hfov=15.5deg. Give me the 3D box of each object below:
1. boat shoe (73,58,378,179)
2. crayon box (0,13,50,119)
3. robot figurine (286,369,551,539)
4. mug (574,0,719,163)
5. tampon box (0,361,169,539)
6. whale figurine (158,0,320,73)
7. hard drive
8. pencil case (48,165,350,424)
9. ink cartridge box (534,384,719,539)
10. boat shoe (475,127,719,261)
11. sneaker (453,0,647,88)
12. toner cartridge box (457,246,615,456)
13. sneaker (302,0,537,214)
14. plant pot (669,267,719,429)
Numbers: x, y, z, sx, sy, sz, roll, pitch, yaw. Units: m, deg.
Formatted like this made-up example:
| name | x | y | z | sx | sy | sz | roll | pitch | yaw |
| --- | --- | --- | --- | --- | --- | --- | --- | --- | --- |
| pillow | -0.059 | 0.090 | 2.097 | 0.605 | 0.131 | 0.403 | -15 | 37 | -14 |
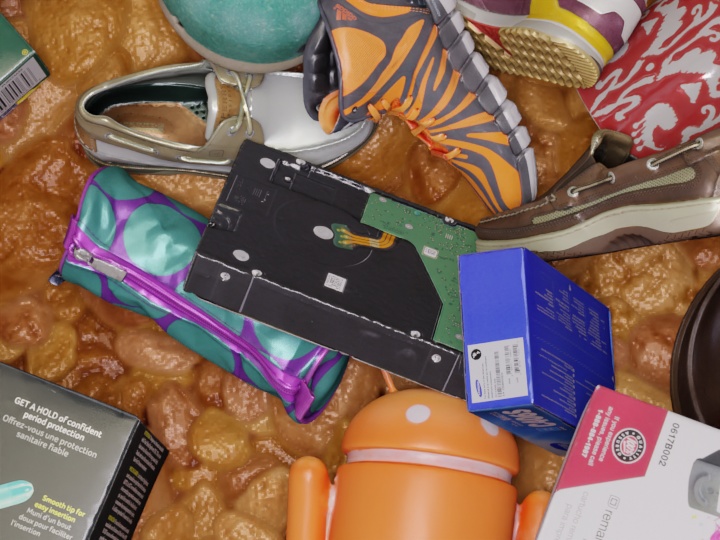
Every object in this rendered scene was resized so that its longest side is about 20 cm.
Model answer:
| name | x | y | z | sx | sy | sz | roll | pitch | yaw |
| --- | --- | --- | --- | --- | --- | --- | --- | --- | --- |
| boat shoe | -0.088 | -0.098 | 1.727 | 0.199 | 0.068 | 0.075 | -6 | 74 | 2 |
| crayon box | -0.339 | -0.132 | 1.762 | 0.200 | 0.058 | 0.173 | -42 | 77 | -5 |
| robot figurine | 0.036 | 0.160 | 1.633 | 0.143 | 0.117 | 0.201 | 1 | 76 | 30 |
| mug | 0.246 | -0.144 | 1.682 | 0.200 | 0.178 | 0.134 | -36 | 96 | 13 |
| tampon box | -0.231 | 0.166 | 1.650 | 0.149 | 0.126 | 0.201 | 21 | 79 | 9 |
| whale figurine | -0.038 | -0.218 | 1.697 | 0.200 | 0.104 | 0.159 | -35 | 78 | -19 |
| hard drive | 0.000 | 0.000 | 1.657 | 0.199 | 0.038 | 0.140 | 20 | 36 | -2 |
| pencil case | -0.098 | 0.016 | 1.689 | 0.200 | 0.092 | 0.085 | 30 | 120 | 10 |
| ink cartridge box | 0.201 | 0.173 | 1.526 | 0.199 | 0.086 | 0.148 | 19 | 60 | 9 |
| boat shoe | 0.156 | -0.049 | 1.618 | 0.202 | 0.075 | 0.075 | -9 | 89 | 36 |
| sneaker | 0.108 | -0.178 | 1.691 | 0.090 | 0.075 | 0.200 | -52 | 40 | -11 |
| toner cartridge box | 0.110 | 0.053 | 1.607 | 0.043 | 0.200 | 0.095 | -6 | 76 | 19 |
| sneaker | 0.028 | -0.101 | 1.676 | 0.112 | 0.078 | 0.200 | -37 | 109 | -21 |
| plant pot | 0.288 | 0.048 | 1.595 | 0.200 | 0.198 | 0.201 | -1 | 77 | 5 |
